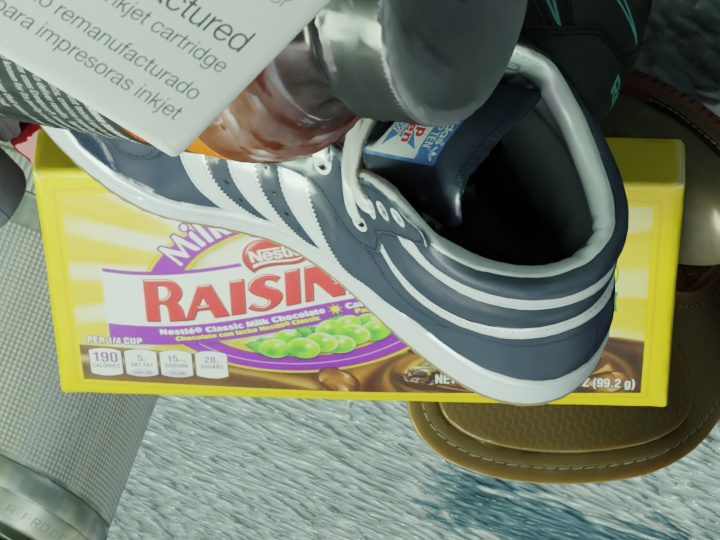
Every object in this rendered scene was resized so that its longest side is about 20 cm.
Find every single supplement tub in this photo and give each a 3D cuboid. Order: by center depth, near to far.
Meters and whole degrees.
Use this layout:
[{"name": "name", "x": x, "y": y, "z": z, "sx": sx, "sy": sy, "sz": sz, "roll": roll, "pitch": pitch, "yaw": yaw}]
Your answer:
[{"name": "supplement tub", "x": -0.058, "y": -0.086, "z": 0.753, "sx": 0.200, "sy": 0.107, "sz": 0.107, "roll": 13, "pitch": 162, "yaw": 31}]

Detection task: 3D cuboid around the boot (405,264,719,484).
[{"name": "boot", "x": 0.083, "y": 0.025, "z": 1.051, "sx": 0.155, "sy": 0.200, "sz": 0.077, "roll": -5, "pitch": 106, "yaw": 67}]

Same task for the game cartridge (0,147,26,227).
[{"name": "game cartridge", "x": -0.203, "y": -0.089, "z": 1.028, "sx": 0.200, "sy": 0.040, "sz": 0.133, "roll": 39, "pitch": 170, "yaw": 35}]

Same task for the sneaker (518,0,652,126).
[{"name": "sneaker", "x": 0.009, "y": -0.115, "z": 0.835, "sx": 0.200, "sy": 0.079, "sz": 0.075, "roll": 48, "pitch": 157, "yaw": -21}]

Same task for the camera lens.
[{"name": "camera lens", "x": -0.158, "y": 0.022, "z": 1.200, "sx": 0.160, "sy": 0.200, "sz": 0.160, "roll": 18, "pitch": 163, "yaw": 6}]

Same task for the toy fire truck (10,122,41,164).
[{"name": "toy fire truck", "x": -0.046, "y": -0.069, "z": 0.969, "sx": 0.200, "sy": 0.141, "sz": 0.049, "roll": -39, "pitch": 108, "yaw": 25}]

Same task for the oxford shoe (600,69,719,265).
[{"name": "oxford shoe", "x": 0.059, "y": -0.024, "z": 0.969, "sx": 0.200, "sy": 0.074, "sz": 0.071, "roll": 12, "pitch": 133, "yaw": 53}]

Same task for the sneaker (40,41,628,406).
[{"name": "sneaker", "x": -0.011, "y": -0.042, "z": 0.804, "sx": 0.200, "sy": 0.070, "sz": 0.109, "roll": 31, "pitch": 162, "yaw": 6}]

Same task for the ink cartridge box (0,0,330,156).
[{"name": "ink cartridge box", "x": -0.032, "y": -0.142, "z": 0.577, "sx": 0.144, "sy": 0.200, "sz": 0.085, "roll": 30, "pitch": -156, "yaw": -35}]

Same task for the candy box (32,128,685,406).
[{"name": "candy box", "x": 0.000, "y": 0.000, "z": 0.910, "sx": 0.200, "sy": 0.026, "sz": 0.102, "roll": 1, "pitch": 133, "yaw": 3}]

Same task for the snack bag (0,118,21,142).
[{"name": "snack bag", "x": -0.196, "y": -0.130, "z": 0.964, "sx": 0.189, "sy": 0.021, "sz": 0.200, "roll": 40, "pitch": 174, "yaw": 21}]
